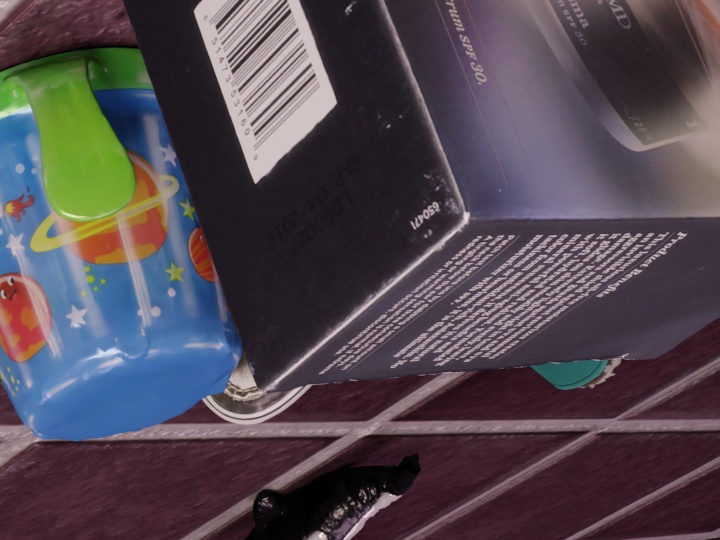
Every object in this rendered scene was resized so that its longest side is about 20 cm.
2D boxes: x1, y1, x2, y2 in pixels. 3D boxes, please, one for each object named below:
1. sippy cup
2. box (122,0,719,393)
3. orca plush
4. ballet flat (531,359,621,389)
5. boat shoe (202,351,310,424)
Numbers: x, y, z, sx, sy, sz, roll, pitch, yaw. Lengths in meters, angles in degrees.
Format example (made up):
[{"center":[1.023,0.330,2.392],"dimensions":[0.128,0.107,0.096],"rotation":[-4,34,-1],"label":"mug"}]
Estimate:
[{"center":[-0.112,-0.004,0.839],"dimensions":[0.139,0.131,0.178],"rotation":[-28,159,22],"label":"sippy cup"},{"center":[0.041,-0.077,0.698],"dimensions":[0.198,0.201,0.123],"rotation":[-2,153,-42],"label":"box"},{"center":[-0.047,0.193,1.492],"dimensions":[0.071,0.106,0.200],"rotation":[35,133,-28],"label":"orca plush"},{"center":[0.153,0.015,1.234],"dimensions":[0.071,0.072,0.200],"rotation":[-15,159,-13],"label":"ballet flat"},{"center":[-0.021,-0.020,0.859],"dimensions":[0.201,0.070,0.064],"rotation":[-64,180,12],"label":"boat shoe"}]
